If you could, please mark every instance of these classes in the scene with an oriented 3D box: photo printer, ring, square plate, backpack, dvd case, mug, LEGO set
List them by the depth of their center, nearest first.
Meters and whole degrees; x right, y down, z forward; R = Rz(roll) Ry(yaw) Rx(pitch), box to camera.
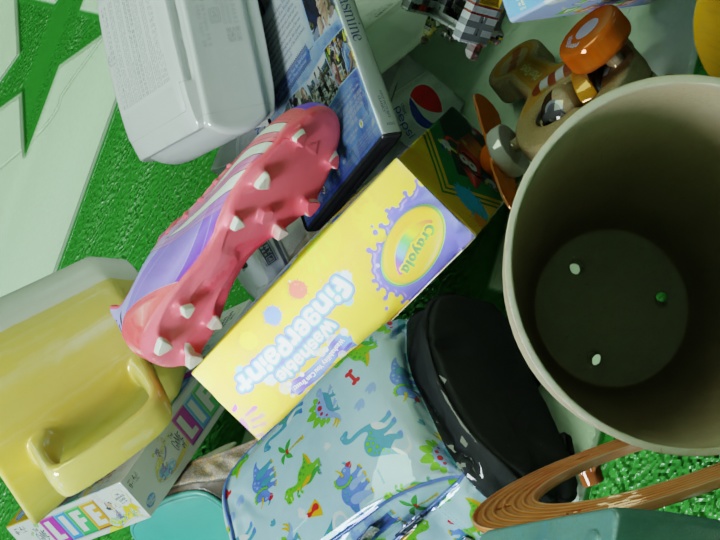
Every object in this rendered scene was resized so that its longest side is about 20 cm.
[{"bbox_3d":[0.154,0.105,1.118,0.200,0.200,0.019,-16,94,47],"label":"ring"},{"bbox_3d":[0.013,0.130,1.314,0.200,0.153,0.164,-53,40,34],"label":"backpack"},{"bbox_3d":[-0.036,-0.144,1.432,0.143,0.017,0.201,-48,57,58],"label":"dvd case"},{"bbox_3d":[0.069,-0.208,1.450,0.199,0.153,0.116,32,107,30],"label":"LEGO set"},{"bbox_3d":[-0.191,0.081,1.476,0.153,0.150,0.187,-33,62,-11],"label":"mug"},{"bbox_3d":[-0.128,-0.162,1.513,0.200,0.069,0.168,164,94,-70],"label":"photo printer"},{"bbox_3d":[-0.011,-0.169,1.570,0.200,0.029,0.198,-42,19,-25],"label":"square plate"}]

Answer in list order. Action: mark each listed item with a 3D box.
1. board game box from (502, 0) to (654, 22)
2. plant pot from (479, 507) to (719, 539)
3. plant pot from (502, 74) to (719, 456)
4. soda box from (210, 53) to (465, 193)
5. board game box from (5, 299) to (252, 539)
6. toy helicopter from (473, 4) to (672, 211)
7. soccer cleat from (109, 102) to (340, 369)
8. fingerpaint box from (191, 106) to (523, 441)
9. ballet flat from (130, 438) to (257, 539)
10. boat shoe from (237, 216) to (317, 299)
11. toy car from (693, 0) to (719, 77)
[{"bbox_3d":[0.201,-0.206,1.305,0.199,0.151,0.037,-23,84,43],"label":"board game box"},{"bbox_3d":[0.145,0.194,1.011,0.141,0.199,0.142,-18,52,46],"label":"plant pot"},{"bbox_3d":[0.152,0.009,1.161,0.200,0.186,0.188,130,165,-81],"label":"plant pot"},{"bbox_3d":[-0.019,-0.098,1.578,0.199,0.068,0.064,-11,52,50],"label":"soda box"},{"bbox_3d":[-0.154,0.113,1.557,0.134,0.034,0.200,-24,23,41],"label":"board game box"},{"bbox_3d":[0.119,-0.107,1.400,0.132,0.079,0.200,-45,19,2],"label":"toy helicopter"},{"bbox_3d":[-0.089,-0.030,1.391,0.076,0.067,0.201,38,97,42],"label":"soccer cleat"},{"bbox_3d":[0.000,0.000,1.402,0.200,0.073,0.167,-46,1,21],"label":"fingerpaint box"},{"bbox_3d":[-0.076,0.144,1.485,0.199,0.068,0.067,-21,29,39],"label":"ballet flat"},{"bbox_3d":[-0.063,-0.028,1.561,0.070,0.071,0.200,-33,1,-10],"label":"boat shoe"},{"bbox_3d":[0.271,-0.119,1.156,0.149,0.176,0.200,-26,29,-15],"label":"toy car"}]
